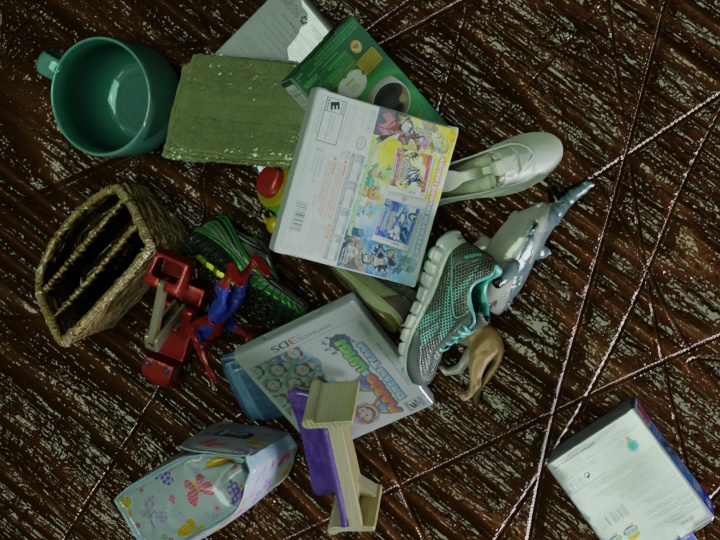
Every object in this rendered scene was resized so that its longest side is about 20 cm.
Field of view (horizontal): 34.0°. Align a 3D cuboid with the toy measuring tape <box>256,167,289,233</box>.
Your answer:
[{"bbox_3d":[-0.085,-0.142,1.500,0.073,0.074,0.200,17,87,12],"label":"toy measuring tape"}]

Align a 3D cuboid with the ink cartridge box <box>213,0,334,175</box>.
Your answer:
[{"bbox_3d":[-0.096,-0.236,1.534,0.200,0.047,0.198,-42,88,18],"label":"ink cartridge box"}]

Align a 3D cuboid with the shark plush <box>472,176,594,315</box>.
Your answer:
[{"bbox_3d":[0.211,-0.040,1.475,0.083,0.091,0.200,39,82,-36],"label":"shark plush"}]

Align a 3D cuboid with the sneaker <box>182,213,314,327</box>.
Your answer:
[{"bbox_3d":[-0.133,0.000,1.554,0.200,0.085,0.078,43,148,-9],"label":"sneaker"}]

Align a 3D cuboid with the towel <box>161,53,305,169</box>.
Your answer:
[{"bbox_3d":[-0.149,-0.200,1.482,0.200,0.036,0.149,6,74,20],"label":"towel"}]

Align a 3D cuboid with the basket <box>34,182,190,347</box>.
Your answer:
[{"bbox_3d":[-0.350,-0.020,1.571,0.200,0.149,0.143,-45,85,16],"label":"basket"}]

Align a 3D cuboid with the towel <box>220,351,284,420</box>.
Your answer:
[{"bbox_3d":[-0.076,0.133,1.560,0.200,0.049,0.112,-18,110,15],"label":"towel"}]

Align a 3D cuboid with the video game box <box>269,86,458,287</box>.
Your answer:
[{"bbox_3d":[0.004,-0.098,1.405,0.182,0.047,0.200,15,93,-14],"label":"video game box"}]

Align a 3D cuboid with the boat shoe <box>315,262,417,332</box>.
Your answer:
[{"bbox_3d":[0.000,0.000,1.509,0.066,0.072,0.201,-40,54,-10],"label":"boat shoe"}]

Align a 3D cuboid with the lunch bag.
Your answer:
[{"bbox_3d":[-0.193,0.274,1.556,0.200,0.170,0.127,-30,86,19],"label":"lunch bag"}]

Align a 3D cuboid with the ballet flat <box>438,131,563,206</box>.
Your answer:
[{"bbox_3d":[0.155,-0.121,1.472,0.200,0.069,0.070,-15,93,15],"label":"ballet flat"}]

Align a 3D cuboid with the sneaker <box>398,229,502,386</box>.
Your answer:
[{"bbox_3d":[0.109,0.057,1.417,0.091,0.078,0.200,26,112,26],"label":"sneaker"}]

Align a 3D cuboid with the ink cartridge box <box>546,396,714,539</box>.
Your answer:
[{"bbox_3d":[0.344,0.279,1.466,0.136,0.076,0.200,-37,85,16],"label":"ink cartridge box"}]

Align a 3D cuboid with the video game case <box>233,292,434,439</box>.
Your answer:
[{"bbox_3d":[-0.033,0.136,1.511,0.182,0.024,0.200,-26,121,19],"label":"video game case"}]

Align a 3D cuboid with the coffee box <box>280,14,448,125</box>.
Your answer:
[{"bbox_3d":[0.010,-0.198,1.451,0.200,0.044,0.123,45,71,-16],"label":"coffee box"}]

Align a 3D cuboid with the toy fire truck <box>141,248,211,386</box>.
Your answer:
[{"bbox_3d":[-0.252,0.067,1.558,0.049,0.141,0.200,21,102,11],"label":"toy fire truck"}]

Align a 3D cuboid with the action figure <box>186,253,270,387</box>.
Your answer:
[{"bbox_3d":[-0.165,0.072,1.512,0.099,0.065,0.200,59,142,13],"label":"action figure"}]

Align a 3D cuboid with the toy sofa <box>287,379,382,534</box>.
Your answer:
[{"bbox_3d":[-0.037,0.241,1.515,0.097,0.083,0.200,-4,124,10],"label":"toy sofa"}]

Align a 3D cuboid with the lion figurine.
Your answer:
[{"bbox_3d":[0.126,0.068,1.509,0.122,0.072,0.200,-41,100,6],"label":"lion figurine"}]

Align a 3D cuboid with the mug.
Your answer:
[{"bbox_3d":[-0.319,-0.239,1.550,0.152,0.114,0.185,-32,82,22],"label":"mug"}]
